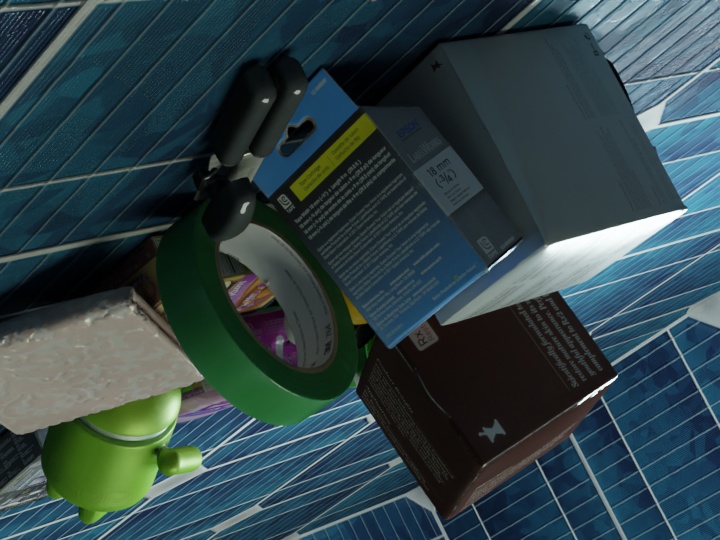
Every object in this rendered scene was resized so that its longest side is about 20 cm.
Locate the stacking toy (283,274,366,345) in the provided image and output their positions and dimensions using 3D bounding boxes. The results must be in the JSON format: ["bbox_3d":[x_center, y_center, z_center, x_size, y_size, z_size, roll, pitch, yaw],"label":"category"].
[{"bbox_3d":[0.000,0.000,1.640,0.200,0.147,0.146,-43,162,21],"label":"stacking toy"}]

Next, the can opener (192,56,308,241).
[{"bbox_3d":[-0.082,-0.092,1.376,0.052,0.067,0.200,-19,160,-26],"label":"can opener"}]

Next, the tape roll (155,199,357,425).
[{"bbox_3d":[-0.085,0.031,1.526,0.048,0.202,0.200,-34,166,28],"label":"tape roll"}]

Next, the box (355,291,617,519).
[{"bbox_3d":[0.114,0.108,1.726,0.163,0.167,0.200,-30,166,-18],"label":"box"}]

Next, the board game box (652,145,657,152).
[{"bbox_3d":[0.187,-0.075,1.786,0.198,0.033,0.120,-9,-164,28],"label":"board game box"}]

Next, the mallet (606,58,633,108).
[{"bbox_3d":[0.156,-0.150,1.706,0.198,0.066,0.041,-12,156,-2],"label":"mallet"}]

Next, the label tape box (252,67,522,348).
[{"bbox_3d":[0.013,-0.058,1.437,0.063,0.200,0.144,-38,179,-45],"label":"label tape box"}]

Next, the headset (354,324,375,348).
[{"bbox_3d":[-0.007,-0.012,1.748,0.093,0.124,0.201,9,134,-30],"label":"headset"}]

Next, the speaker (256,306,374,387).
[{"bbox_3d":[-0.062,0.082,1.886,0.198,0.089,0.088,-5,180,31],"label":"speaker"}]

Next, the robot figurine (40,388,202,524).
[{"bbox_3d":[-0.241,0.150,1.744,0.116,0.175,0.201,-37,156,-49],"label":"robot figurine"}]

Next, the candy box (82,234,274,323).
[{"bbox_3d":[-0.141,0.007,1.649,0.199,0.057,0.116,-11,160,-48],"label":"candy box"}]

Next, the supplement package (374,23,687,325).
[{"bbox_3d":[0.131,-0.084,1.537,0.199,0.192,0.147,-14,162,-44],"label":"supplement package"}]

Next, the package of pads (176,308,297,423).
[{"bbox_3d":[-0.143,0.098,1.805,0.120,0.076,0.199,-12,172,-46],"label":"package of pads"}]

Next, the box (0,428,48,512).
[{"bbox_3d":[-0.348,0.206,2.013,0.157,0.050,0.200,-14,161,-46],"label":"box"}]

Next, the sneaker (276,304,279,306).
[{"bbox_3d":[-0.027,0.046,1.983,0.199,0.078,0.140,-31,168,12],"label":"sneaker"}]

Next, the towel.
[{"bbox_3d":[-0.255,0.079,1.578,0.198,0.033,0.191,-17,154,10],"label":"towel"}]
